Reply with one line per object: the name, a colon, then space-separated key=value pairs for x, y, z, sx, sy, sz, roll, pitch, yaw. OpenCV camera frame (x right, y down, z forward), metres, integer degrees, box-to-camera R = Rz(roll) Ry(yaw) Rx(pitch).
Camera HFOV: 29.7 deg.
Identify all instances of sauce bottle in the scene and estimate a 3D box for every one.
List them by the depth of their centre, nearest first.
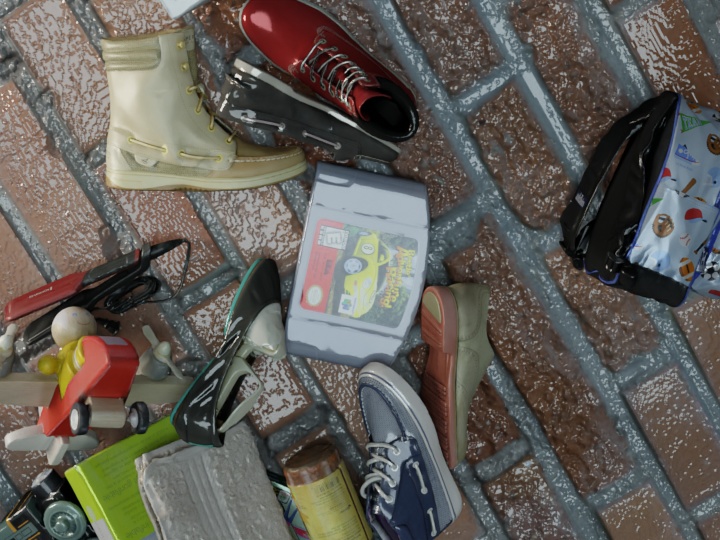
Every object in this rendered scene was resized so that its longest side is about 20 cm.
sauce bottle: x=-0.018 y=0.278 z=1.393 sx=0.065 sy=0.066 sz=0.202 roll=-19 pitch=100 yaw=4

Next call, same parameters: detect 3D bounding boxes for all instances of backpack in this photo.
backpack: x=0.297 y=-0.069 z=1.292 sx=0.152 sy=0.200 sz=0.192 roll=13 pitch=96 yaw=-9

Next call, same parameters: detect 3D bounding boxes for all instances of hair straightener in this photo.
hair straightener: x=-0.258 y=0.025 z=1.382 sx=0.199 sy=0.041 sz=0.077 roll=-27 pitch=123 yaw=-1

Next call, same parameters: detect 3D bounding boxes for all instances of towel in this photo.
towel: x=-0.137 y=0.258 z=1.362 sx=0.132 sy=0.034 sz=0.202 roll=-21 pitch=85 yaw=-31

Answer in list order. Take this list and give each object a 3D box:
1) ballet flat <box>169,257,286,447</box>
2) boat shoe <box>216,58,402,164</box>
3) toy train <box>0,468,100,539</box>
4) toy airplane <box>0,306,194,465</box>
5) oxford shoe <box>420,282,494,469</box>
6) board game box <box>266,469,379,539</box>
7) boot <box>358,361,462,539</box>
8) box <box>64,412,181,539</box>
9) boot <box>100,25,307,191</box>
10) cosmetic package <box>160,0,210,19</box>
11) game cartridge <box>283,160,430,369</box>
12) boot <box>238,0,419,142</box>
ballet flat: x=-0.115 y=0.088 z=1.357 sx=0.068 sy=0.068 sz=0.201 roll=25 pitch=85 yaw=21
boat shoe: x=-0.051 y=-0.138 z=1.305 sx=0.199 sy=0.067 sz=0.057 roll=25 pitch=99 yaw=-31
toy train: x=-0.290 y=0.301 z=1.419 sx=0.114 sy=0.085 sz=0.201 roll=-33 pitch=103 yaw=19
toy airplane: x=-0.281 y=0.109 z=1.340 sx=0.197 sy=0.200 sz=0.143 roll=-11 pitch=73 yaw=11
oxford shoe: x=0.106 y=0.109 z=1.385 sx=0.073 sy=0.071 sz=0.202 roll=-10 pitch=115 yaw=-22
board game box: x=-0.060 y=0.302 z=1.445 sx=0.198 sy=0.029 sz=0.136 roll=23 pitch=100 yaw=-6
boot: x=0.033 y=0.197 z=1.375 sx=0.090 sy=0.072 sz=0.201 roll=-40 pitch=112 yaw=-35
box: x=-0.198 y=0.262 z=1.375 sx=0.121 sy=0.048 sz=0.201 roll=-27 pitch=89 yaw=-32
boot: x=-0.152 y=-0.158 z=1.319 sx=0.198 sy=0.073 sz=0.157 roll=-1 pitch=102 yaw=2
cosmetic package: x=-0.107 y=-0.331 z=1.212 sx=0.198 sy=0.200 sz=0.124 roll=-31 pitch=104 yaw=6
game cartridge: x=0.000 y=0.000 z=1.375 sx=0.132 sy=0.041 sz=0.202 roll=10 pitch=103 yaw=-7
boot: x=-0.029 y=-0.193 z=1.274 sx=0.199 sy=0.144 sz=0.073 roll=34 pitch=102 yaw=-7
